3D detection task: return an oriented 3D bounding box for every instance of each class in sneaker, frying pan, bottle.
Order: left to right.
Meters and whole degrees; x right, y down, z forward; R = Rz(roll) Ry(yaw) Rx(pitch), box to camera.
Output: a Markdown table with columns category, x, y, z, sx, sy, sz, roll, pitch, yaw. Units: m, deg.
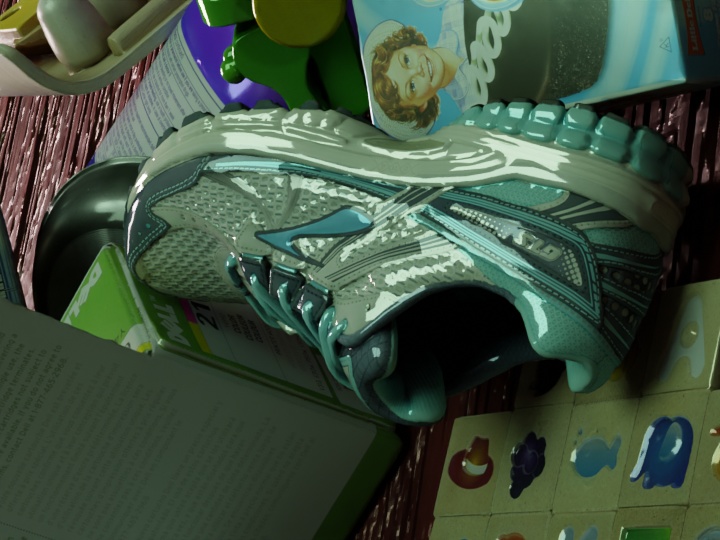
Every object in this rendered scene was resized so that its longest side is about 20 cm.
| category | x | y | z | sx | sy | sz | roll | pitch | yaw |
| --- | --- | --- | --- | --- | --- | --- | --- | --- | --- |
| frying pan | -0.044 | 0.017 | 0.965 | 0.189 | 0.031 | 0.116 | 4 | 112 | 31 |
| bottle | -0.039 | -0.066 | 1.003 | 0.200 | 0.065 | 0.084 | -55 | 43 | 25 |
| sneaker | 0.000 | 0.000 | 0.812 | 0.199 | 0.078 | 0.087 | -4 | 61 | 38 |

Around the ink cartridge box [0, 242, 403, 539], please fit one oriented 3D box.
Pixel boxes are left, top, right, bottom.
| category | x | y | z | sx | sy | sz | roll | pitch | yaw |
| --- | --- | --- | --- | --- | --- | --- | --- | --- | --- |
| ink cartridge box | -0.109 | 0.065 | 0.895 | 0.148 | 0.199 | 0.076 | -59 | 28 | 18 |

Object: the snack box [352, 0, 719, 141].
| category | x | y | z | sx | sy | sz | roll | pitch | yaw |
| --- | --- | --- | --- | --- | --- | --- | --- | --- | --- |
| snack box | 0.043 | -0.144 | 0.818 | 0.116 | 0.037 | 0.201 | -11 | 88 | 38 |

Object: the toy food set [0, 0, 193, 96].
| category | x | y | z | sx | sy | sz | roll | pitch | yaw |
| --- | --- | --- | --- | --- | --- | --- | --- | --- | --- |
| toy food set | -0.092 | -0.140 | 1.085 | 0.200 | 0.061 | 0.143 | -41 | 20 | -20 |

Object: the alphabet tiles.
| category | x | y | z | sx | sy | sz | roll | pitch | yaw |
| --- | --- | --- | --- | --- | --- | --- | --- | --- | --- |
| alphabet tiles | 0.059 | 0.101 | 0.772 | 0.166 | 0.006 | 0.201 | -13 | 60 | 59 |

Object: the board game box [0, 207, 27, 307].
| category | x | y | z | sx | sy | sz | roll | pitch | yaw |
| --- | --- | --- | --- | --- | --- | --- | --- | --- | --- |
| board game box | -0.153 | 0.034 | 1.032 | 0.200 | 0.061 | 0.201 | -115 | 14 | -59 |

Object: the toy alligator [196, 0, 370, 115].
| category | x | y | z | sx | sy | sz | roll | pitch | yaw |
| --- | --- | --- | --- | --- | --- | --- | --- | --- | --- |
| toy alligator | -0.029 | -0.087 | 0.871 | 0.059 | 0.054 | 0.201 | -89 | -11 | -65 |
